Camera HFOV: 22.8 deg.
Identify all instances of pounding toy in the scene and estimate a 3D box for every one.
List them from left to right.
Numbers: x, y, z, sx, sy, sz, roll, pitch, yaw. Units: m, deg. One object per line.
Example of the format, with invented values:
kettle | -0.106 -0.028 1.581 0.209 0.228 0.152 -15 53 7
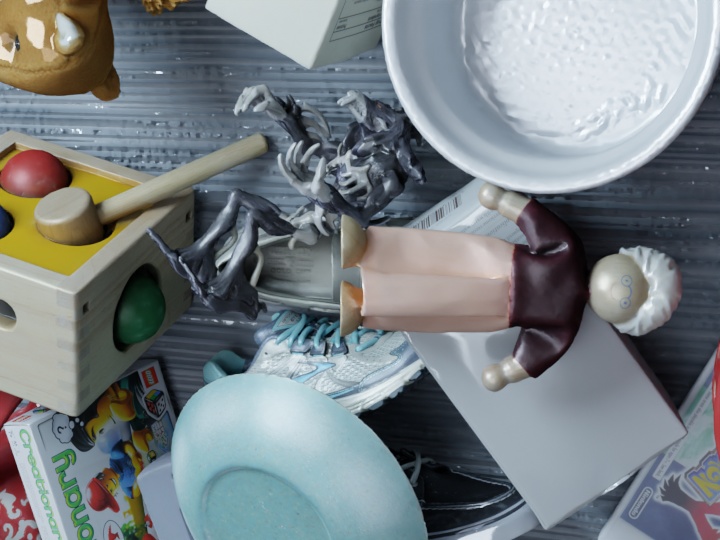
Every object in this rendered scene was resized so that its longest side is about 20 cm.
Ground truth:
pounding toy | -0.193 -0.020 1.218 0.199 0.184 0.143 17 125 18

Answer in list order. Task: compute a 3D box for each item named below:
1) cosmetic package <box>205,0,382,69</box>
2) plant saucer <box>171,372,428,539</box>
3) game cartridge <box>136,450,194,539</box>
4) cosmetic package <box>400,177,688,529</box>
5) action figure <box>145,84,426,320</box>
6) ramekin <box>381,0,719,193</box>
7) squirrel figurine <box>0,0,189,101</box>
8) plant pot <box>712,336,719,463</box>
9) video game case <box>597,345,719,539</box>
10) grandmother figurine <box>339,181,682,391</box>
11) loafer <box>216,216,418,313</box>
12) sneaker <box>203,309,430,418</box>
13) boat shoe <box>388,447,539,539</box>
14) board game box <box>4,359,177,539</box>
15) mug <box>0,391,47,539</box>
cosmetic package | -0.008 -0.237 1.097 0.087 0.103 0.201 30 114 15
plant saucer | -0.052 0.164 1.164 0.200 0.039 0.202 16 123 26
game cartridge | -0.057 0.176 1.223 0.199 0.042 0.134 -3 110 35
cosmetic package | 0.103 0.046 1.118 0.113 0.081 0.200 -34 101 9
action figure | -0.036 -0.059 1.127 0.200 0.119 0.102 -40 123 -5
ramekin | 0.121 -0.147 1.050 0.199 0.098 0.202 2 95 20
squirrel figurine | -0.173 -0.208 1.140 0.199 0.142 0.188 -11 69 0
plant pot | 0.292 0.076 0.999 0.199 0.182 0.202 3 100 18
video game case | 0.274 0.148 1.138 0.182 0.023 0.201 33 116 11
grandmother figurine | 0.088 0.012 1.040 0.199 0.061 0.122 0 109 1
loafer | 0.000 0.000 1.184 0.199 0.070 0.070 -1 103 20
sneaker | -0.031 0.065 1.219 0.199 0.078 0.087 -24 92 28
boat shoe | 0.030 0.156 1.227 0.199 0.072 0.068 -7 105 33
board game box | -0.171 0.180 1.287 0.035 0.126 0.201 -7 104 44
mug | -0.277 0.173 1.292 0.133 0.200 0.178 -13 101 28
